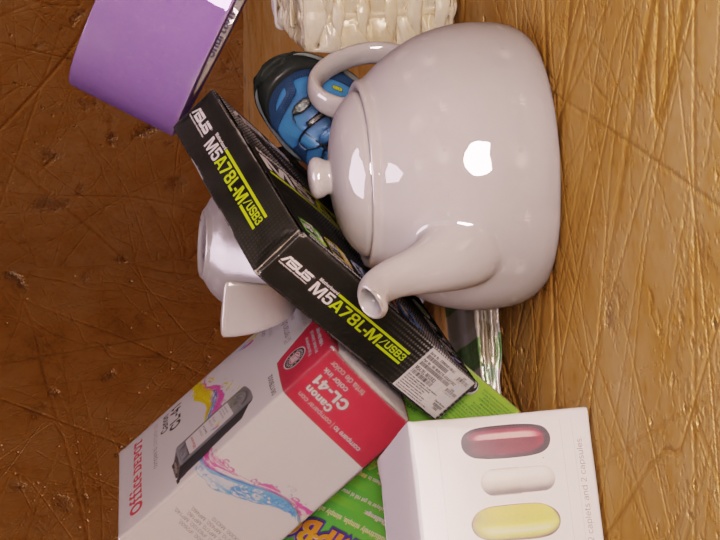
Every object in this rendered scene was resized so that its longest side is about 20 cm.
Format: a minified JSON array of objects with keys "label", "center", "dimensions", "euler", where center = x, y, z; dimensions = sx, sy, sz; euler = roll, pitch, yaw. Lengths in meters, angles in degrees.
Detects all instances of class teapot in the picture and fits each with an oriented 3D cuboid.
[{"label":"teapot","center":[0.038,-0.067,1.111],"dimensions":[0.200,0.146,0.198],"euler":[148,118,-83]}]

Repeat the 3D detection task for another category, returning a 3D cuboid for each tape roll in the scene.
[{"label":"tape roll","center":[-0.126,-0.202,1.235],"dimensions":[0.200,0.085,0.200],"euler":[-62,4,9]}]

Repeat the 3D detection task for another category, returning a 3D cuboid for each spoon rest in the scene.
[{"label":"spoon rest","center":[-0.082,-0.003,1.258],"dimensions":[0.200,0.061,0.100],"euler":[-116,31,-68]}]

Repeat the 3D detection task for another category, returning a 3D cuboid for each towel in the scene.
[{"label":"towel","center":[0.086,0.050,1.291],"dimensions":[0.153,0.023,0.200],"euler":[127,137,-80]}]

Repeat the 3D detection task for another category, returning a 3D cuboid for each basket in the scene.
[{"label":"basket","center":[0.004,-0.270,1.330],"dimensions":[0.123,0.135,0.200],"euler":[-118,25,-63]}]

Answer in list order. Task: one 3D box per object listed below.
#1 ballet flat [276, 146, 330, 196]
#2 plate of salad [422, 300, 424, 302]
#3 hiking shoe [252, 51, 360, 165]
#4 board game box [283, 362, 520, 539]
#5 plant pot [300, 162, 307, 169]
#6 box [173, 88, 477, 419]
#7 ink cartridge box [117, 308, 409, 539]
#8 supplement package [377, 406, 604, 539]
[{"label":"ballet flat","center":[-0.071,-0.063,1.375],"dimensions":[0.200,0.068,0.068],"euler":[-146,65,-71]},{"label":"plate of salad","center":[0.046,-0.064,1.431],"dimensions":[0.200,0.048,0.200],"euler":[176,90,-79]},{"label":"hiking shoe","center":[0.006,-0.077,1.228],"dimensions":[0.200,0.074,0.087],"euler":[44,-176,-26]},{"label":"board game box","center":[0.016,0.149,1.193],"dimensions":[0.096,0.200,0.030],"euler":[40,173,42]},{"label":"plant pot","center":[-0.005,-0.057,1.656],"dimensions":[0.201,0.093,0.201],"euler":[175,90,-82]},{"label":"box","center":[-0.025,-0.011,1.180],"dimensions":[0.200,0.048,0.193],"euler":[41,-168,-37]},{"label":"ink cartridge box","center":[-0.070,0.118,1.206],"dimensions":[0.086,0.200,0.148],"euler":[47,-172,-19]},{"label":"supplement package","center":[0.081,0.197,1.058],"dimensions":[0.156,0.111,0.200],"euler":[113,152,-74]}]
